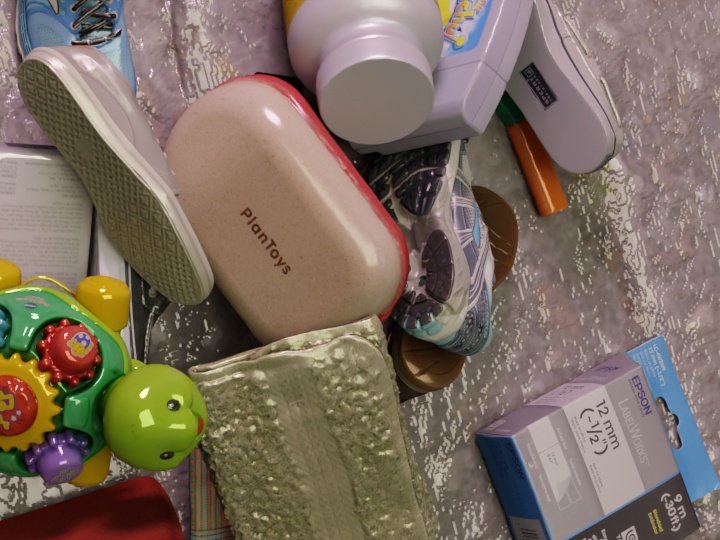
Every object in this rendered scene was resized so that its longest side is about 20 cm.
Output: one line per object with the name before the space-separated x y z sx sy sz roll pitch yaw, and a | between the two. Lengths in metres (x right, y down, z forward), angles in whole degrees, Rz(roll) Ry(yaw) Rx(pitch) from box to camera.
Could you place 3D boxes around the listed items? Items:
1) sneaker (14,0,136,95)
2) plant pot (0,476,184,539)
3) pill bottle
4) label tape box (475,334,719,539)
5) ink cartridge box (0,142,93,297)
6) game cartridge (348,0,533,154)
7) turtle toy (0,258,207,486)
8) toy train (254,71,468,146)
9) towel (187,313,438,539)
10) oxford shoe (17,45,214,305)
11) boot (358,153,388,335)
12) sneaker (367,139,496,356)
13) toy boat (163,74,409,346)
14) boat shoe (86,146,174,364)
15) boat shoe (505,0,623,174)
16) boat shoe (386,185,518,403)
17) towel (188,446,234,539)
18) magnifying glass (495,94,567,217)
sneaker | -0.201 -0.200 1.190 0.078 0.090 0.202 -20 96 -25
plant pot | -0.180 0.261 1.112 0.198 0.176 0.202 -15 93 -20
pill bottle | -0.001 -0.188 1.225 0.111 0.112 0.201 14 44 -24
label tape box | 0.207 0.154 1.376 0.199 0.066 0.145 -25 97 -23
ink cartridge box | -0.270 0.012 1.179 0.158 0.047 0.202 2 102 -26
game cartridge | 0.066 -0.185 1.272 0.040 0.132 0.202 38 56 -42
turtle toy | -0.195 0.079 1.116 0.198 0.101 0.147 9 103 3
toy train | -0.007 -0.120 1.311 0.198 0.034 0.046 7 72 -24
towel | -0.032 0.133 1.174 0.147 0.037 0.202 -17 117 -2
oxford shoe | -0.153 -0.069 1.152 0.058 0.075 0.201 -40 101 -45
boot | 0.000 0.000 1.292 0.073 0.076 0.202 23 62 -6
sneaker | 0.058 -0.024 1.256 0.086 0.077 0.202 39 39 -41
toy boat | -0.044 -0.045 1.208 0.201 0.130 0.131 53 26 1
boat shoe | -0.155 0.003 1.207 0.070 0.072 0.203 1 84 -21
boat shoe | 0.144 -0.171 1.348 0.201 0.072 0.066 56 32 5
boat shoe | 0.061 0.020 1.314 0.072 0.072 0.201 31 52 -12
towel | -0.051 0.170 1.225 0.145 0.022 0.202 -4 108 -12
magnifying glass | 0.120 -0.140 1.380 0.079 0.022 0.202 -25 95 -25
